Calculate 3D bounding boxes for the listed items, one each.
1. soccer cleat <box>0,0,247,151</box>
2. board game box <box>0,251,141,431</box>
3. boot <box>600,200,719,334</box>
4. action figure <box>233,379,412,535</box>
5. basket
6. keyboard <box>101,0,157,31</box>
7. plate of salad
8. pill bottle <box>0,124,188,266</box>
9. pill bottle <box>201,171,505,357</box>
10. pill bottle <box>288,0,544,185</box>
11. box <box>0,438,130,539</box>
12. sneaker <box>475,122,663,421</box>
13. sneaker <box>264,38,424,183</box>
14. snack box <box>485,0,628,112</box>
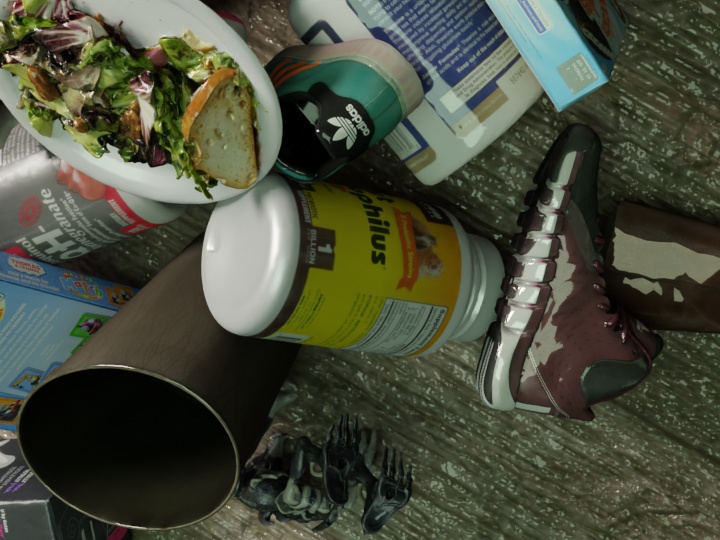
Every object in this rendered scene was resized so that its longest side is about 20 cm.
[{"bbox_3d":[-0.169,-0.123,0.965,0.199,0.070,0.087,-6,72,15],"label":"soccer cleat"},{"bbox_3d":[-0.258,0.059,1.085,0.151,0.200,0.037,-46,50,24],"label":"board game box"},{"bbox_3d":[0.255,-0.031,0.976,0.199,0.064,0.187,12,110,16],"label":"boot"},{"bbox_3d":[-0.039,0.147,1.095,0.119,0.102,0.200,30,159,-26],"label":"action figure"},{"bbox_3d":[-0.119,0.065,1.020,0.180,0.200,0.136,-15,115,34],"label":"basket"},{"bbox_3d":[-0.101,-0.221,0.915,0.127,0.200,0.021,-18,123,38],"label":"keyboard"},{"bbox_3d":[-0.145,-0.104,0.874,0.199,0.048,0.200,14,143,10],"label":"plate of salad"},{"bbox_3d":[-0.234,-0.060,1.067,0.199,0.111,0.111,-19,103,21],"label":"pill bottle"},{"bbox_3d":[0.000,0.000,0.981,0.199,0.109,0.110,9,120,-35],"label":"pill bottle"},{"bbox_3d":[0.023,-0.165,0.959,0.111,0.111,0.200,-38,96,24],"label":"pill bottle"},{"bbox_3d":[-0.308,0.209,1.177,0.199,0.122,0.107,-4,108,17],"label":"box"},{"bbox_3d":[0.157,0.009,0.970,0.115,0.076,0.201,16,100,-3],"label":"sneaker"},{"bbox_3d":[-0.041,-0.098,0.928,0.071,0.080,0.200,53,158,-15],"label":"sneaker"},{"bbox_3d":[0.115,-0.175,0.881,0.037,0.200,0.116,-32,99,22],"label":"snack box"}]
